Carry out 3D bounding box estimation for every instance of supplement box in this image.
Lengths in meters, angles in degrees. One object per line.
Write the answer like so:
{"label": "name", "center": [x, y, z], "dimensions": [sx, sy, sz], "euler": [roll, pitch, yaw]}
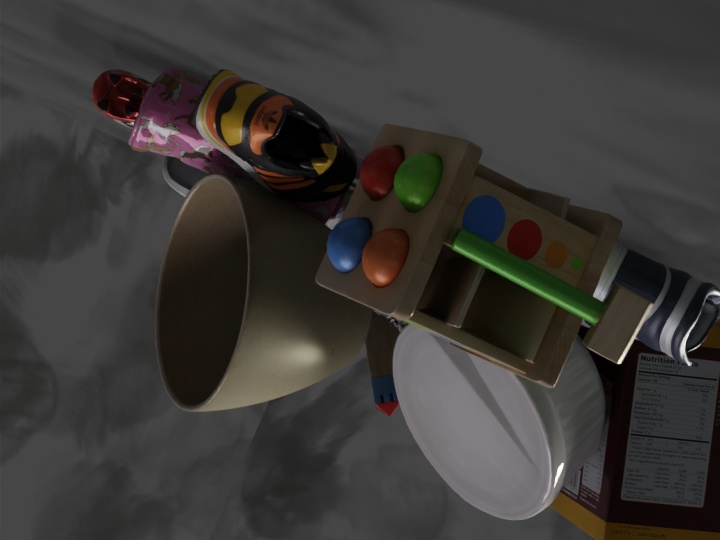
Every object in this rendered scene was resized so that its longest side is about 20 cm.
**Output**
{"label": "supplement box", "center": [0.266, 0.137, 1.376], "dimensions": [0.132, 0.201, 0.197], "euler": [7, -178, -10]}

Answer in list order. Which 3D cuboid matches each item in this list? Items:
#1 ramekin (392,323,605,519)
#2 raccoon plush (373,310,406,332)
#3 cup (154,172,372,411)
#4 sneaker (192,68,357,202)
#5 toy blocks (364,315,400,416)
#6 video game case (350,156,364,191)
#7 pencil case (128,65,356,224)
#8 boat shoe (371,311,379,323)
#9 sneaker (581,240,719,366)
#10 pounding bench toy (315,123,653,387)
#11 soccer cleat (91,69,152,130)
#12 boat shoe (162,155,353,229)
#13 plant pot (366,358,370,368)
{"label": "ramekin", "center": [0.127, 0.110, 1.313], "dimensions": [0.094, 0.203, 0.202], "euler": [-28, -148, -30]}
{"label": "raccoon plush", "center": [0.044, -0.013, 1.280], "dimensions": [0.096, 0.135, 0.200], "euler": [25, 179, 0]}
{"label": "cup", "center": [-0.074, 0.026, 1.284], "dimensions": [0.143, 0.201, 0.200], "euler": [7, -173, -28]}
{"label": "sneaker", "center": [-0.047, -0.091, 1.192], "dimensions": [0.090, 0.070, 0.200], "euler": [27, 179, 34]}
{"label": "toy blocks", "center": [0.082, 0.089, 1.442], "dimensions": [0.199, 0.137, 0.100], "euler": [-9, 167, 0]}
{"label": "video game case", "center": [-0.025, -0.102, 1.502], "dimensions": [0.182, 0.023, 0.200], "euler": [23, 179, 36]}
{"label": "pencil case", "center": [-0.101, -0.107, 1.322], "dimensions": [0.199, 0.083, 0.087], "euler": [23, -175, -5]}
{"label": "boat shoe", "center": [0.000, 0.000, 1.410], "dimensions": [0.072, 0.201, 0.061], "euler": [52, 169, -23]}
{"label": "sneaker", "center": [0.227, 0.030, 1.208], "dimensions": [0.108, 0.070, 0.200], "euler": [25, 176, 8]}
{"label": "pounding bench toy", "center": [0.082, -0.009, 1.000], "dimensions": [0.156, 0.125, 0.200], "euler": [25, 178, -28]}
{"label": "soccer cleat", "center": [-0.191, -0.153, 1.586], "dimensions": [0.199, 0.069, 0.085], "euler": [27, -173, -2]}
{"label": "boat shoe", "center": [-0.102, -0.087, 1.469], "dimensions": [0.201, 0.075, 0.065], "euler": [19, 173, 11]}
{"label": "plant pot", "center": [0.099, 0.051, 1.766], "dimensions": [0.199, 0.191, 0.200], "euler": [23, 180, 0]}
